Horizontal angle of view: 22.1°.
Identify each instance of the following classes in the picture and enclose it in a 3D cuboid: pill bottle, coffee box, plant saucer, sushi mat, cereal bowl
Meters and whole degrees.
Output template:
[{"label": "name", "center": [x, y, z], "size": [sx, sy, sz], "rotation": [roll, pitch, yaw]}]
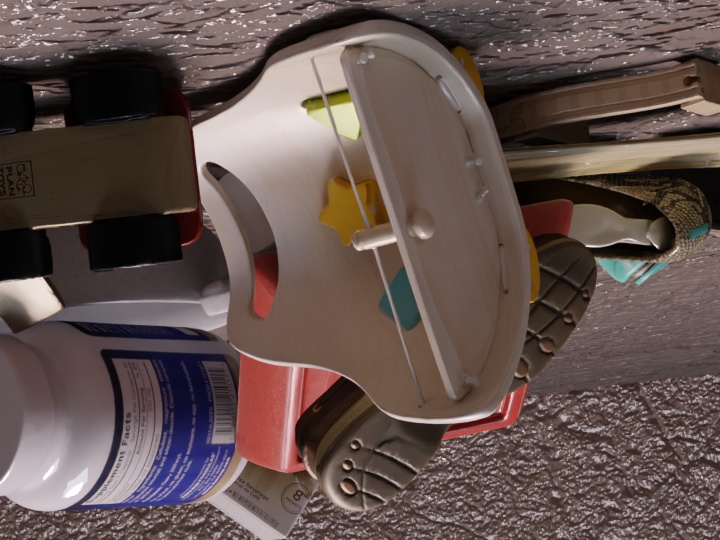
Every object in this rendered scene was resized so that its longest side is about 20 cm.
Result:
[{"label": "pill bottle", "center": [-0.167, 0.089, 1.141], "size": [0.115, 0.117, 0.199], "rotation": [-13, 168, 36]}, {"label": "coffee box", "center": [-0.056, 0.090, 1.400], "size": [0.113, 0.201, 0.080], "rotation": [35, 163, -8]}, {"label": "plant saucer", "center": [0.027, 0.050, 1.110], "size": [0.198, 0.037, 0.200], "rotation": [-10, 142, -14]}, {"label": "sushi mat", "center": [0.139, -0.065, 1.071], "size": [0.198, 0.012, 0.096], "rotation": [-5, 173, -13]}, {"label": "cereal bowl", "center": [-0.178, -0.001, 1.197], "size": [0.198, 0.084, 0.200], "rotation": [-6, 171, -1]}]

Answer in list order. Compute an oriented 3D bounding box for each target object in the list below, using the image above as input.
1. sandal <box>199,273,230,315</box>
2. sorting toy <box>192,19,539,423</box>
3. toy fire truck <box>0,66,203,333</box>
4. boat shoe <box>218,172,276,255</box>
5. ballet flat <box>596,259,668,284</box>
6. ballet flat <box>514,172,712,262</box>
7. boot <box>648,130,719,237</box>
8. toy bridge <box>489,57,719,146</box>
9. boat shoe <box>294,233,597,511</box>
[{"label": "sandal", "center": [0.002, -0.001, 1.112], "size": [0.201, 0.050, 0.082], "rotation": [-18, -175, 16]}, {"label": "sorting toy", "center": [-0.017, -0.025, 0.959], "size": [0.179, 0.202, 0.107], "rotation": [-10, -165, 34]}, {"label": "toy fire truck", "center": [-0.167, -0.029, 0.973], "size": [0.174, 0.130, 0.200], "rotation": [-7, -177, 0]}, {"label": "boat shoe", "center": [-0.010, -0.052, 1.074], "size": [0.068, 0.072, 0.200], "rotation": [-21, 176, -36]}, {"label": "ballet flat", "center": [0.197, -0.033, 1.310], "size": [0.067, 0.070, 0.200], "rotation": [-43, 172, 12]}, {"label": "ballet flat", "center": [0.115, -0.037, 1.138], "size": [0.198, 0.068, 0.075], "rotation": [7, -166, 24]}, {"label": "boot", "center": [0.274, -0.050, 1.265], "size": [0.198, 0.074, 0.151], "rotation": [-11, 171, -12]}, {"label": "toy bridge", "center": [0.108, -0.085, 1.061], "size": [0.199, 0.027, 0.067], "rotation": [-13, 168, 36]}, {"label": "boat shoe", "center": [0.043, 0.044, 1.025], "size": [0.200, 0.072, 0.068], "rotation": [-41, -142, -7]}]
